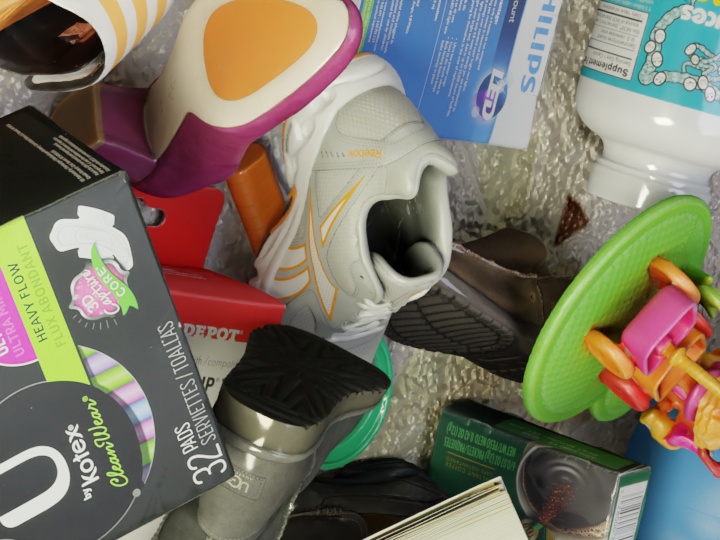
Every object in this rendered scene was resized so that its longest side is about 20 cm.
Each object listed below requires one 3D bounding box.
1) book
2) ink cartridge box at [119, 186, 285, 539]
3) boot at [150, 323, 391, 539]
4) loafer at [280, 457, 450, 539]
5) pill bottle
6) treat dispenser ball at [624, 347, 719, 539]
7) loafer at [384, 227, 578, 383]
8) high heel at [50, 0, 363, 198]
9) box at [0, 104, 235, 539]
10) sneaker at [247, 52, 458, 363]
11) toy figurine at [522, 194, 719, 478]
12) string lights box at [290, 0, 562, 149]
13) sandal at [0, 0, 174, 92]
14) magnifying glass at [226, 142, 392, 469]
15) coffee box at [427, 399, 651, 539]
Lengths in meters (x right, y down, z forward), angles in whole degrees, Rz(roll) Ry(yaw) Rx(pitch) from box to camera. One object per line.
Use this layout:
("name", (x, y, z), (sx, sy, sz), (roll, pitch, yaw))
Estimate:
("book", (-0.002, 0.183, 1.192), (0.199, 0.048, 0.134), (-24, 156, 1))
("ink cartridge box", (-0.110, 0.058, 1.112), (0.116, 0.067, 0.202), (8, 100, -47))
("boot", (-0.067, 0.132, 1.079), (0.201, 0.072, 0.182), (-69, 165, 15))
("loafer", (-0.019, 0.147, 1.238), (0.199, 0.072, 0.073), (-15, 118, -40))
("pill bottle", (0.185, -0.132, 1.303), (0.110, 0.110, 0.202), (6, 102, -46))
("treat dispenser ball", (0.257, 0.139, 1.420), (0.200, 0.200, 0.203), (-20, 119, -39))
("loafer", (0.066, 0.010, 1.280), (0.200, 0.072, 0.072), (28, 61, -57))
("high heel", (-0.046, -0.075, 1.040), (0.095, 0.199, 0.068), (9, 65, -41))
("box", (-0.179, 0.049, 0.951), (0.199, 0.124, 0.150), (-26, 115, -17))
("sneaker", (0.000, 0.000, 1.131), (0.075, 0.092, 0.201), (-21, 139, -27))
("toy figurine", (0.207, 0.083, 1.261), (0.150, 0.184, 0.200), (-46, 155, -8))
("string lights box", (0.014, -0.123, 1.170), (0.199, 0.059, 0.104), (4, 104, -46))
("sandal", (-0.139, -0.099, 0.997), (0.206, 0.079, 0.059), (-33, 92, -33))
("magnifying glass", (-0.032, 0.021, 1.214), (0.080, 0.022, 0.201), (-41, 133, -26))
("coffee box", (0.085, 0.188, 1.322), (0.044, 0.122, 0.202), (-8, 113, -57))
